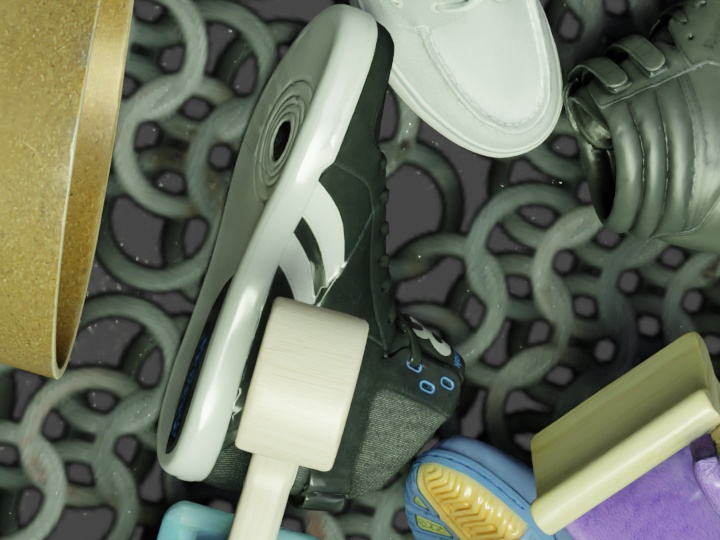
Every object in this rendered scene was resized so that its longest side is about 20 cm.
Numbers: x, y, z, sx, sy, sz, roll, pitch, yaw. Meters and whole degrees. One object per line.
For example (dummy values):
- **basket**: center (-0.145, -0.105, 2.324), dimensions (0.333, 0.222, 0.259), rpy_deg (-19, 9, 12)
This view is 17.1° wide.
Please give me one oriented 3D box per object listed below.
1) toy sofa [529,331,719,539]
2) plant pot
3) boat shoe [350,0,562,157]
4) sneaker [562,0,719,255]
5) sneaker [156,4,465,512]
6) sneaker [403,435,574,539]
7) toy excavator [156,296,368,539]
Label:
- **toy sofa**: center (0.155, 0.131, 0.920), dimensions (0.083, 0.098, 0.200), rpy_deg (-35, 112, 17)
- **plant pot**: center (-0.189, -0.067, 0.845), dimensions (0.200, 0.186, 0.187), rpy_deg (8, 99, -3)
- **boat shoe**: center (0.029, -0.131, 0.933), dimensions (0.072, 0.069, 0.200), rpy_deg (-25, 107, -10)
- **sneaker**: center (0.133, -0.101, 0.956), dimensions (0.099, 0.071, 0.200), rpy_deg (1, 86, -10)
- **sneaker**: center (0.000, 0.000, 0.956), dimensions (0.112, 0.073, 0.200), rpy_deg (16, 105, -21)
- **sneaker**: center (0.101, 0.112, 1.005), dimensions (0.200, 0.075, 0.088), rpy_deg (38, 67, -29)
- **toy excavator**: center (-0.046, 0.114, 0.907), dimensions (0.100, 0.194, 0.200), rpy_deg (14, 85, -1)
